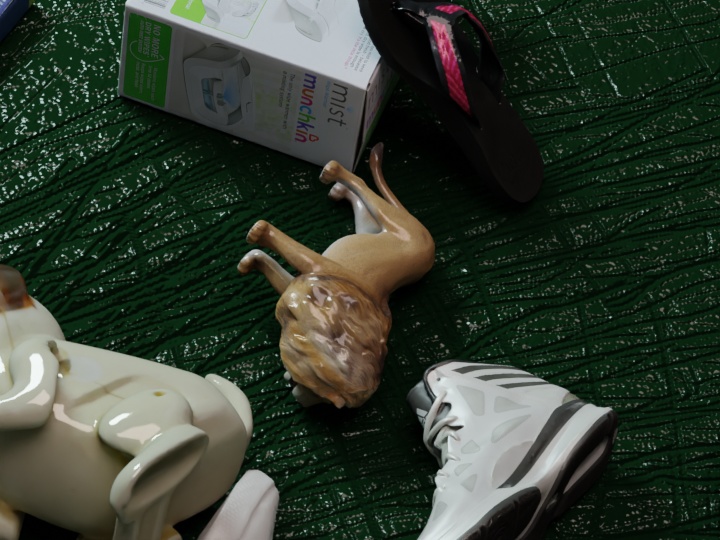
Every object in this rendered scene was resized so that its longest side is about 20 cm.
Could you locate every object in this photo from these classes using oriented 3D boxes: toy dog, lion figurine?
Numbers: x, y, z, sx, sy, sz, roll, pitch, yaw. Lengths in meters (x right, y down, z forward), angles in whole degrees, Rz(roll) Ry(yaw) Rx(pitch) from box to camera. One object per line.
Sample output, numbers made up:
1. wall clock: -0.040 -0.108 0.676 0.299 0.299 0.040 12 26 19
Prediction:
1. toy dog: -0.177 0.079 1.594 0.200 0.140 0.194 31 51 18
2. lion figurine: 0.000 0.000 1.727 0.122 0.072 0.200 37 51 11

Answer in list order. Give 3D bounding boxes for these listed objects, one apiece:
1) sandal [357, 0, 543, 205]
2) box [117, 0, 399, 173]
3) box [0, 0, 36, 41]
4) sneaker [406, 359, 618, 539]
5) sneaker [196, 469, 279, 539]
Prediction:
1. sandal: 0.070 -0.132 1.784 0.200 0.045 0.075 52 48 -19
2. box: -0.047 -0.189 1.852 0.176 0.097 0.200 19 51 6
3. box: -0.320 -0.155 1.824 0.121 0.032 0.200 24 51 11
4. sneaker: 0.059 0.127 1.643 0.115 0.076 0.200 28 44 25
5. sneaker: -0.074 0.212 1.555 0.088 0.075 0.200 26 57 -4
